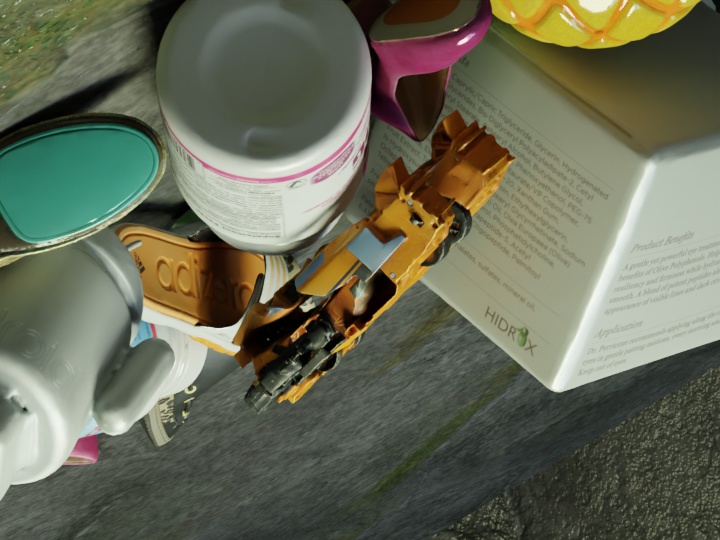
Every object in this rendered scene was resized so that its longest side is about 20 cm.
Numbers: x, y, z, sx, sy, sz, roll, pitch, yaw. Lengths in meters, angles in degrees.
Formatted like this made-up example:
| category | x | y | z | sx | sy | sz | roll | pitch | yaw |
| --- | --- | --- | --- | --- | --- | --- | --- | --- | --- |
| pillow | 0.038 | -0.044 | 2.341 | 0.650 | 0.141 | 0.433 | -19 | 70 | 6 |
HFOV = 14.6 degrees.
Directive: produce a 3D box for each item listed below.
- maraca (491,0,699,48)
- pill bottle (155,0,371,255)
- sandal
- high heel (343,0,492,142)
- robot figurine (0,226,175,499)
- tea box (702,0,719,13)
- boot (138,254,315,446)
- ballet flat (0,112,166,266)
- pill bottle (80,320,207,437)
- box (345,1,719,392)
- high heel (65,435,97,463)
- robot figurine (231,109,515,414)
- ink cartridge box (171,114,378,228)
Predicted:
| category | x | y | z | sx | sy | sz | roll | pitch | yaw |
| --- | --- | --- | --- | --- | --- | --- | --- | --- | --- |
| maraca | 0.106 | -0.175 | 1.538 | 0.199 | 0.108 | 0.137 | -5 | 158 | 8 |
| pill bottle | -0.051 | -0.079 | 1.540 | 0.113 | 0.114 | 0.200 | -26 | 167 | -7 |
| sandal | -0.089 | 0.007 | 1.784 | 0.059 | 0.080 | 0.206 | -14 | 169 | 25 |
| high heel | 0.041 | -0.106 | 1.506 | 0.067 | 0.096 | 0.200 | -40 | -164 | -17 |
| robot figurine | -0.192 | 0.040 | 1.592 | 0.113 | 0.169 | 0.200 | 109 | 4 | -46 |
| tea box | 0.246 | -0.098 | 2.036 | 0.196 | 0.134 | 0.200 | -15 | 162 | -46 |
| boot | -0.104 | 0.053 | 2.040 | 0.150 | 0.073 | 0.200 | -27 | 162 | -5 |
| ballet flat | -0.202 | -0.032 | 1.541 | 0.199 | 0.071 | 0.071 | -28 | 167 | -6 |
| pill bottle | -0.189 | 0.053 | 1.765 | 0.109 | 0.109 | 0.199 | -37 | 164 | 35 |
| box | 0.139 | -0.066 | 1.690 | 0.198 | 0.200 | 0.172 | -14 | 135 | -45 |
| high heel | -0.275 | 0.123 | 1.848 | 0.199 | 0.096 | 0.067 | -26 | 169 | -13 |
| robot figurine | 0.000 | 0.000 | 1.599 | 0.200 | 0.058 | 0.145 | -46 | 177 | 37 |
| ink cartridge box | -0.010 | -0.072 | 1.805 | 0.145 | 0.048 | 0.200 | -14 | 159 | -47 |
